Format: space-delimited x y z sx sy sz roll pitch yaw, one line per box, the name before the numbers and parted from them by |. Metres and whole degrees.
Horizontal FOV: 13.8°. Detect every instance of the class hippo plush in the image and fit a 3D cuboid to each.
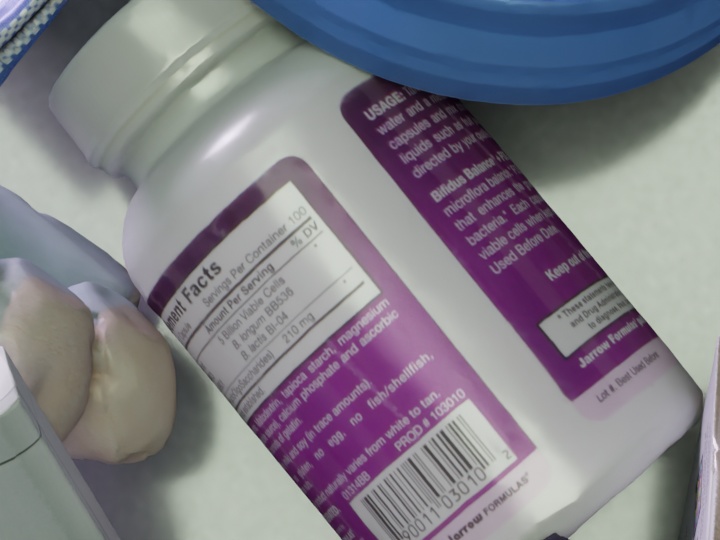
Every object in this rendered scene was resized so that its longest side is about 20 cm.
hippo plush | -0.170 0.032 0.867 0.200 0.159 0.161 39 96 -10

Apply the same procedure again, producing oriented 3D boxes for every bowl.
bowl | 0.039 -0.141 0.891 0.199 0.039 0.202 5 55 -8

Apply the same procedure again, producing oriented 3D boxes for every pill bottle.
pill bottle | 0.000 0.000 0.889 0.112 0.112 0.200 -39 84 -2

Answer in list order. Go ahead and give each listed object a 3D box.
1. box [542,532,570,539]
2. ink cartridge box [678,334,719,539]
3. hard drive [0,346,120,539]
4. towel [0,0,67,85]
box | 0.032 0.198 0.822 0.161 0.049 0.201 -32 121 -26
ink cartridge box | 0.191 0.108 0.869 0.198 0.176 0.084 5 53 2
hard drive | -0.128 0.106 0.844 0.131 0.200 0.027 -23 54 -1
towel | -0.109 -0.154 0.895 0.145 0.024 0.200 -46 49 3
